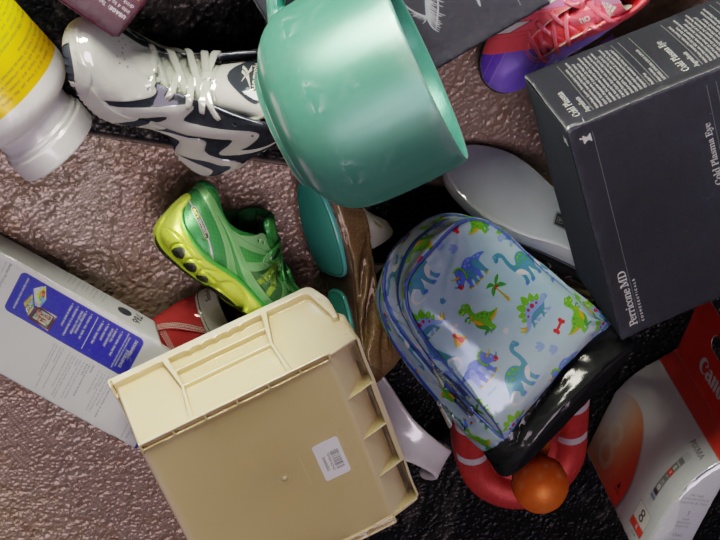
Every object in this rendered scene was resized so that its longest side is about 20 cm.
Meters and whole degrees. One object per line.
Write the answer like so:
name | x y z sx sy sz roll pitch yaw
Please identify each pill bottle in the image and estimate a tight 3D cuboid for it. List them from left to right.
pill bottle | -0.292 -0.162 1.185 0.104 0.105 0.200 -34 121 12

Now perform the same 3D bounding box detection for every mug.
mug | -0.010 -0.135 1.116 0.113 0.187 0.152 -25 147 9

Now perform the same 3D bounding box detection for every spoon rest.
spoon rest | 0.009 0.135 1.440 0.199 0.060 0.100 32 81 -29

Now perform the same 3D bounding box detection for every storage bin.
storage bin | -0.075 0.146 1.320 0.197 0.094 0.202 -25 125 -6

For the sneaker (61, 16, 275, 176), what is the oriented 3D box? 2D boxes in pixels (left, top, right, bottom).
sneaker | -0.120 -0.144 1.196 0.128 0.080 0.199 -16 142 31

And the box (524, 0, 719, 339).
box | 0.245 -0.081 1.230 0.180 0.104 0.202 -22 122 -3

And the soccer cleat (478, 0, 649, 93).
soccer cleat | 0.175 -0.209 1.258 0.199 0.073 0.068 -40 120 14

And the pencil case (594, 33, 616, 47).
pencil case | 0.246 -0.100 1.331 0.083 0.086 0.201 -30 121 -8

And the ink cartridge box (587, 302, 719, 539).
ink cartridge box | 0.282 0.140 1.439 0.049 0.163 0.202 8 119 -17

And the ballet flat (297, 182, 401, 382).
ballet flat | 0.000 0.000 1.357 0.072 0.068 0.202 -24 110 -27

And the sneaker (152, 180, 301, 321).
sneaker | -0.086 -0.005 1.331 0.200 0.074 0.084 41 80 -43

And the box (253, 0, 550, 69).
box | 0.021 -0.231 1.199 0.198 0.105 0.149 -28 122 7

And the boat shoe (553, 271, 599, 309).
boat shoe | 0.137 0.019 1.394 0.197 0.068 0.073 -4 123 -7

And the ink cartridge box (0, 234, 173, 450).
ink cartridge box | -0.247 0.059 1.330 0.199 0.039 0.100 31 108 -4

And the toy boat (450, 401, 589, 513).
toy boat | 0.151 0.160 1.431 0.129 0.132 0.201 -11 143 -2

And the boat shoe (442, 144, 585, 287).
boat shoe | 0.154 -0.037 1.359 0.198 0.071 0.066 25 151 -5

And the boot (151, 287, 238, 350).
boot | -0.149 0.124 1.409 0.143 0.073 0.202 -24 115 6

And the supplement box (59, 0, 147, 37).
supplement box | -0.150 -0.283 1.132 0.085 0.111 0.200 33 110 -25

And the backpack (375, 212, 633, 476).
backpack | 0.104 0.043 1.305 0.163 0.200 0.154 -43 165 -4
